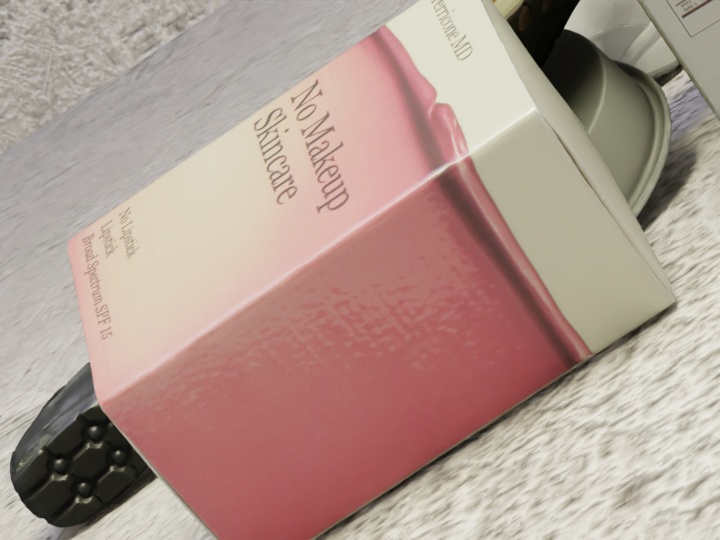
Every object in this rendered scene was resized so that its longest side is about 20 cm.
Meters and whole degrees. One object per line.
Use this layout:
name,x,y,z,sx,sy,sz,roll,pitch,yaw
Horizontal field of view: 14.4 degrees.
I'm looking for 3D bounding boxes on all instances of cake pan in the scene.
cake pan,0.041,-0.036,1.257,0.200,0.037,0.201,-27,30,18

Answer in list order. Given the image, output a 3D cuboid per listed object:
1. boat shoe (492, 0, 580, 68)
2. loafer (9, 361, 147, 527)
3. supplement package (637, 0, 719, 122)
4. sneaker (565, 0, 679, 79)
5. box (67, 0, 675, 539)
boat shoe,0.060,-0.135,1.242,0.200,0.074,0.076,-51,-18,-37
loafer,-0.087,0.043,1.373,0.200,0.068,0.070,-38,20,3
supplement package,0.153,-0.175,1.118,0.150,0.200,0.152,-34,36,9
sneaker,0.094,-0.102,1.396,0.074,0.087,0.200,-24,17,38
box,0.000,0.000,1.105,0.200,0.109,0.128,-34,31,8
